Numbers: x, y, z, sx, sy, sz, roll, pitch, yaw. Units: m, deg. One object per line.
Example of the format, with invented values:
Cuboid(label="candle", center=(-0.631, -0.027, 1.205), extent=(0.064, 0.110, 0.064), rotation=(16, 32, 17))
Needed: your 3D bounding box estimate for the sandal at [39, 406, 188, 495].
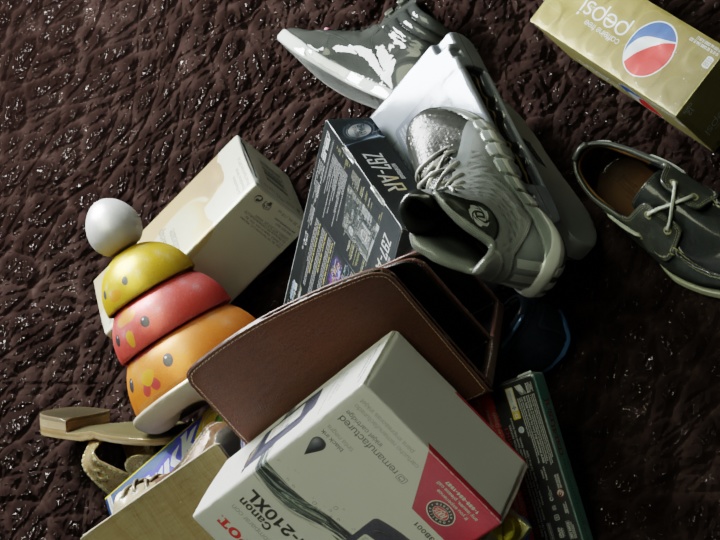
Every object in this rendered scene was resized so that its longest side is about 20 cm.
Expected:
Cuboid(label="sandal", center=(-0.219, 0.170, 1.860), extent=(0.212, 0.078, 0.070), rotation=(5, 101, 51))

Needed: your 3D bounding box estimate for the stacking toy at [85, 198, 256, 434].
Cuboid(label="stacking toy", center=(-0.178, 0.027, 1.778), extent=(0.146, 0.146, 0.200), rotation=(-36, 85, 21))

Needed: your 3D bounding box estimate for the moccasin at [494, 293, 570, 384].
Cuboid(label="moccasin", center=(0.072, 0.083, 1.627), extent=(0.200, 0.068, 0.081), rotation=(-43, 37, 12))

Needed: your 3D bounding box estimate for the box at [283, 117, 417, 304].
Cuboid(label="box", center=(0.000, 0.000, 1.685), extent=(0.160, 0.043, 0.200), rotation=(56, 142, 46))

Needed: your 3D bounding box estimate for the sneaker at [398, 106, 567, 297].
Cuboid(label="sneaker", center=(0.065, -0.063, 1.542), extent=(0.200, 0.115, 0.075), rotation=(53, 123, 38))

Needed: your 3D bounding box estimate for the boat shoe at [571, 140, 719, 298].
Cuboid(label="boat shoe", center=(0.235, -0.041, 1.561), extent=(0.072, 0.068, 0.200), rotation=(-52, 44, 2))

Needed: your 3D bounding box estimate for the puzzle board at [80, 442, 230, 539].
Cuboid(label="puzzle board", center=(-0.110, 0.255, 1.637), extent=(0.151, 0.200, 0.017), rotation=(-35, 2, 20))

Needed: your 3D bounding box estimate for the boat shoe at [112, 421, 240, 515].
Cuboid(label="boat shoe", center=(-0.171, 0.202, 1.692), extent=(0.072, 0.076, 0.200), rotation=(37, 101, 17))

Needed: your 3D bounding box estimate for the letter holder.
Cuboid(label="letter holder", center=(-0.015, 0.052, 1.559), extent=(0.200, 0.142, 0.101), rotation=(-28, 28, 29))

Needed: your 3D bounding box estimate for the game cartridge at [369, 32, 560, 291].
Cuboid(label="game cartridge", center=(0.076, -0.075, 1.646), extent=(0.133, 0.040, 0.200), rotation=(-45, 53, 32))

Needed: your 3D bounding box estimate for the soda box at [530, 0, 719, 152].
Cuboid(label="soda box", center=(0.227, -0.175, 1.650), extent=(0.068, 0.064, 0.200), rotation=(-52, 42, 4))

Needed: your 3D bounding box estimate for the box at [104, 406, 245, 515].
Cuboid(label="box", center=(-0.123, 0.170, 1.758), extent=(0.200, 0.064, 0.070), rotation=(-41, 44, 16))

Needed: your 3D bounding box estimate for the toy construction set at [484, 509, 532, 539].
Cuboid(label="toy construction set", center=(0.066, 0.270, 1.505), extent=(0.200, 0.092, 0.131), rotation=(-32, 72, 34))

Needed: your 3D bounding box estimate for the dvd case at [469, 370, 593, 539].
Cuboid(label="dvd case", center=(0.073, 0.173, 1.563), extent=(0.200, 0.022, 0.146), rotation=(-22, 81, 31))

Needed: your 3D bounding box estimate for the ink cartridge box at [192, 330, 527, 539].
Cuboid(label="ink cartridge box", center=(-0.002, 0.162, 1.511), extent=(0.200, 0.145, 0.084), rotation=(-39, 10, 33))

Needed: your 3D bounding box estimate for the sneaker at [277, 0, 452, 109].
Cuboid(label="sneaker", center=(0.014, -0.205, 1.862), extent=(0.200, 0.071, 0.099), rotation=(28, 84, 41))

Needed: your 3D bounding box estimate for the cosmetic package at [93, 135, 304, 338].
Cuboid(label="cosmetic package", center=(-0.148, -0.015, 1.873), extent=(0.200, 0.071, 0.105), rotation=(-45, 30, 11))

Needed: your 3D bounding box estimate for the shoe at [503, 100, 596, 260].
Cuboid(label="shoe", center=(0.118, -0.054, 1.676), extent=(0.091, 0.071, 0.200), rotation=(-45, 41, 18))
